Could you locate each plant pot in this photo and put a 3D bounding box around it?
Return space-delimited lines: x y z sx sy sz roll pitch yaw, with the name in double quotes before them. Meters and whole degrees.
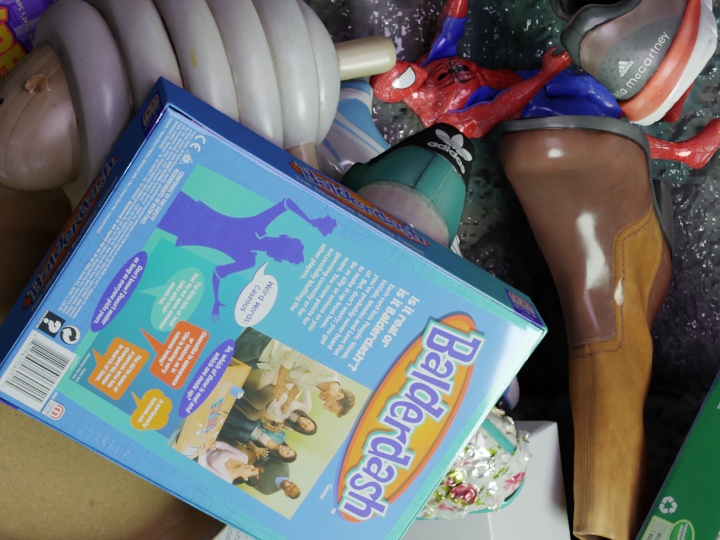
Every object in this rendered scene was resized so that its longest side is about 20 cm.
"plant pot" -0.136 0.051 1.280 0.199 0.027 0.201 16 57 -26

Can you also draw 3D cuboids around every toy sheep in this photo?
"toy sheep" -0.077 -0.075 1.288 0.199 0.138 0.139 -13 99 -23

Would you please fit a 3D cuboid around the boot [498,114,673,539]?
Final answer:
"boot" 0.109 0.035 1.423 0.188 0.068 0.201 51 41 -66

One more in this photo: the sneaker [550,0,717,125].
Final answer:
"sneaker" 0.134 -0.151 1.430 0.082 0.200 0.077 33 116 -12

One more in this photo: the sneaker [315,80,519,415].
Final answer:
"sneaker" 0.029 -0.007 1.436 0.072 0.072 0.201 -46 116 -27

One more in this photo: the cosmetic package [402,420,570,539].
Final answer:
"cosmetic package" 0.048 0.180 1.423 0.085 0.107 0.201 -22 105 -57

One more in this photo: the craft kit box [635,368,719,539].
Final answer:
"craft kit box" 0.193 0.157 1.489 0.201 0.048 0.198 -62 155 -11

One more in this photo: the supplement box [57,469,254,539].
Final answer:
"supplement box" -0.077 0.186 1.334 0.199 0.101 0.104 34 45 -16

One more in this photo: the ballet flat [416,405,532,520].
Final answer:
"ballet flat" -0.013 0.085 1.354 0.064 0.199 0.076 58 34 -36

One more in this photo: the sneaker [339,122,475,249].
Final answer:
"sneaker" 0.000 0.000 1.362 0.071 0.200 0.080 39 53 -5

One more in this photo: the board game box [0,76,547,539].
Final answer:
"board game box" -0.042 0.032 1.242 0.199 0.045 0.152 31 103 -18

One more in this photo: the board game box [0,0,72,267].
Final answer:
"board game box" -0.128 -0.065 1.360 0.134 0.045 0.201 -37 109 -21

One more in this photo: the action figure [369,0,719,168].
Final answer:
"action figure" 0.101 -0.107 1.455 0.199 0.065 0.099 1 131 -27
